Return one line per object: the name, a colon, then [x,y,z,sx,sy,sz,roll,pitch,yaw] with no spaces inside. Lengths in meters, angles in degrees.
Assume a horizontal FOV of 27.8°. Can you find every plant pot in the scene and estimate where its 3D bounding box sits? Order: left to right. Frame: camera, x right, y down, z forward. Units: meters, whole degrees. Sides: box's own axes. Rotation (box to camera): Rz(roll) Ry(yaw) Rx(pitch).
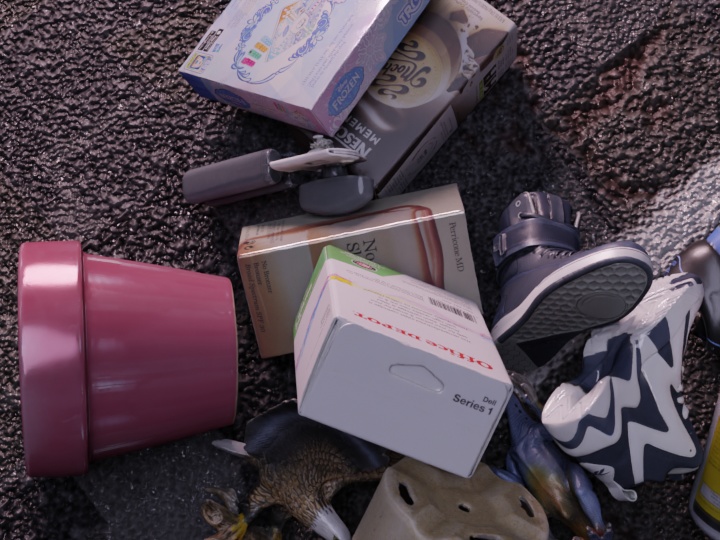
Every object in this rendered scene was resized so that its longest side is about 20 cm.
plant pot: [-0.199,0.073,1.248,0.177,0.200,0.202,-2,74,-11]
plant pot: [0.057,0.251,1.124,0.199,0.200,0.185,22,113,11]

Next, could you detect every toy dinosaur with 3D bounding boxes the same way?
toy dinosaur: [0.145,0.175,1.250,0.105,0.200,0.182,-33,40,14]

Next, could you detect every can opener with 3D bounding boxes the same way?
can opener: [-0.077,-0.078,1.288,0.199,0.052,0.067,-5,81,39]

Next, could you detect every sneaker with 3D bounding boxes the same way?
sneaker: [0.174,-0.017,1.226,0.076,0.202,0.147,22,58,-20]
sneaker: [0.244,0.105,1.206,0.130,0.079,0.199,54,53,-20]
sneaker: [0.341,0.061,1.255,0.078,0.070,0.201,-39,76,11]

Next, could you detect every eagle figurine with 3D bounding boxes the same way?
eagle figurine: [-0.033,0.169,1.214,0.151,0.152,0.200,43,110,-10]

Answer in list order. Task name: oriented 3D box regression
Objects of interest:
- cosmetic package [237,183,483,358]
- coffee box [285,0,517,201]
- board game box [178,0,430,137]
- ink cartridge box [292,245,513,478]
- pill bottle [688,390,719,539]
cosmetic package: [0.000,0.000,1.271,0.198,0.087,0.104,-13,109,3]
coffee box: [0.039,-0.168,1.333,0.113,0.080,0.200,38,82,14]
board game box: [-0.041,-0.228,1.318,0.198,0.043,0.201,22,71,46]
ink cartridge box: [0.027,0.066,1.140,0.144,0.200,0.085,21,104,-9]
pill bottle: [0.340,0.122,1.169,0.111,0.112,0.202,14,109,9]
